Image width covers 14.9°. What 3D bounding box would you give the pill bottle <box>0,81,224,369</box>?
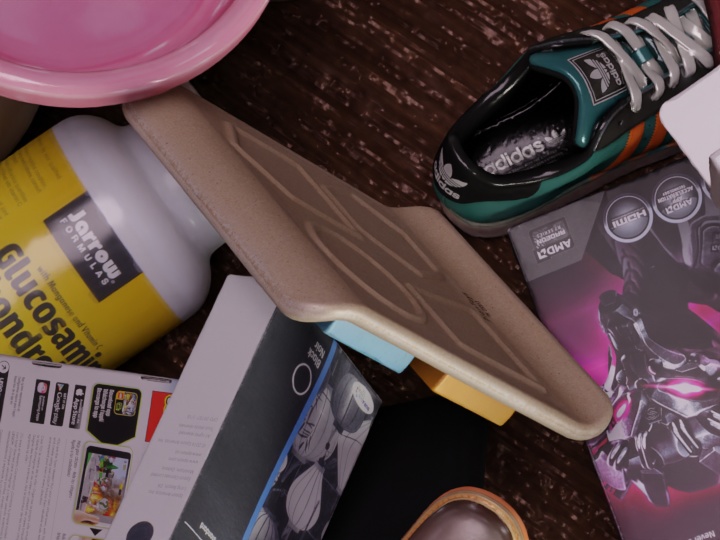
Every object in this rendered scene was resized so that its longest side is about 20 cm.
[{"bbox_3d":[-0.143,-0.003,1.307,0.200,0.112,0.112,-35,76,0],"label":"pill bottle"}]

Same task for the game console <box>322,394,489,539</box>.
[{"bbox_3d":[-0.025,0.166,1.265,0.199,0.116,0.176,-14,93,18],"label":"game console"}]

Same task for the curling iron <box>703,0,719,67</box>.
[{"bbox_3d":[0.166,-0.091,1.267,0.049,0.026,0.201,-3,70,-33],"label":"curling iron"}]

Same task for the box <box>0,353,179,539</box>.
[{"bbox_3d":[-0.124,0.144,1.217,0.110,0.035,0.201,7,84,20],"label":"box"}]

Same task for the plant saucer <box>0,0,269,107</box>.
[{"bbox_3d":[-0.132,-0.160,1.219,0.200,0.051,0.201,4,68,-11],"label":"plant saucer"}]

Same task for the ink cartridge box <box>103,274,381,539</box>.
[{"bbox_3d":[-0.060,0.110,1.174,0.039,0.100,0.200,6,59,34],"label":"ink cartridge box"}]

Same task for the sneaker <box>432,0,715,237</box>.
[{"bbox_3d":[0.123,-0.086,1.302,0.200,0.080,0.071,-34,76,-3],"label":"sneaker"}]

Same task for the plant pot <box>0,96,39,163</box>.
[{"bbox_3d":[-0.271,-0.122,1.276,0.200,0.173,0.201,9,105,37],"label":"plant pot"}]

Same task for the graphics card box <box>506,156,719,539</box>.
[{"bbox_3d":[0.160,0.051,1.283,0.125,0.051,0.201,-21,76,10],"label":"graphics card box"}]

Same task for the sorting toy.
[{"bbox_3d":[0.000,0.000,1.221,0.037,0.200,0.185,-54,45,13],"label":"sorting toy"}]

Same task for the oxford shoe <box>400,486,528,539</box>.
[{"bbox_3d":[0.015,0.186,1.157,0.071,0.073,0.200,25,103,12],"label":"oxford shoe"}]

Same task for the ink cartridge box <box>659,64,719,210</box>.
[{"bbox_3d":[0.219,-0.024,1.104,0.116,0.068,0.200,-35,76,0],"label":"ink cartridge box"}]

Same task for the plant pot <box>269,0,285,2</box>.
[{"bbox_3d":[-0.054,-0.245,1.332,0.200,0.134,0.201,-1,79,7],"label":"plant pot"}]
